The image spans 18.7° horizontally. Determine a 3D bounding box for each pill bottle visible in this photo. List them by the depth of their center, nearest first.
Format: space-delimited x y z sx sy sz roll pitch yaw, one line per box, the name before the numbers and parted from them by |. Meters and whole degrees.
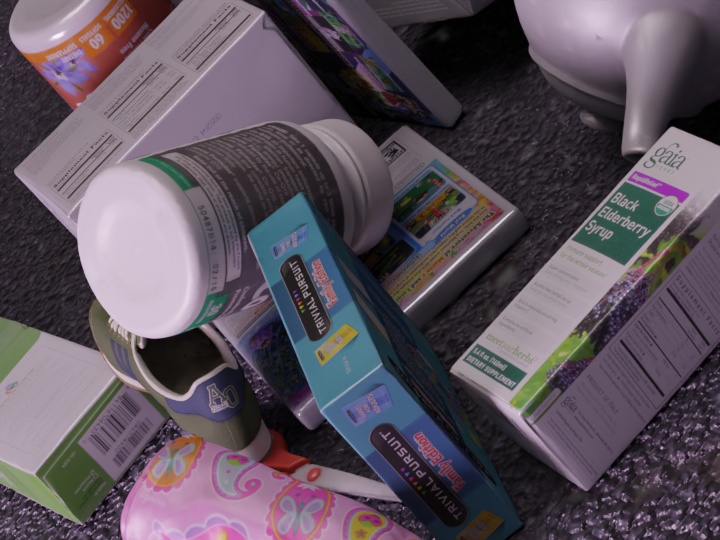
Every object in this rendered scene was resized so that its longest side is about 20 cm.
pill bottle | -0.076 -0.034 1.422 0.113 0.114 0.199 -4 11 44
pill bottle | -0.169 -0.149 1.691 0.112 0.200 0.113 -27 35 21

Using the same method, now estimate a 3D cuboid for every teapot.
teapot | 0.175 -0.160 1.401 0.197 0.199 0.147 32 115 32

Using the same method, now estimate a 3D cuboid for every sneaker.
sneaker | -0.127 0.047 1.454 0.067 0.090 0.200 -32 46 -15

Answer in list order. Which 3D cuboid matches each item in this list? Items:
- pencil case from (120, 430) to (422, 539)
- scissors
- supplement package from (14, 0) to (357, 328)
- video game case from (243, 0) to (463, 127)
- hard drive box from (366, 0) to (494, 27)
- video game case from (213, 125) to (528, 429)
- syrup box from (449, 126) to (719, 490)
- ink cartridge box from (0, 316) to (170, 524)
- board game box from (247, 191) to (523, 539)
pencil case | -0.042 0.162 1.257 0.199 0.088 0.088 19 63 33
scissors | -0.034 0.125 1.400 0.199 0.014 0.073 -12 41 40
supplement package | -0.118 -0.078 1.595 0.200 0.156 0.111 -46 35 -7
video game case | -0.040 -0.180 1.594 0.182 0.200 0.023 15 65 52
hard drive box | 0.073 -0.255 1.622 0.155 0.077 0.200 -2 28 45
video game case | 0.000 0.000 1.505 0.200 0.024 0.182 -43 33 -3
syrup box | 0.156 0.020 1.265 0.200 0.081 0.079 -48 34 -8
ink cartridge box | -0.234 0.104 1.590 0.104 0.059 0.199 -51 34 -18
board game box | 0.011 0.062 1.300 0.047 0.151 0.200 -36 33 7
